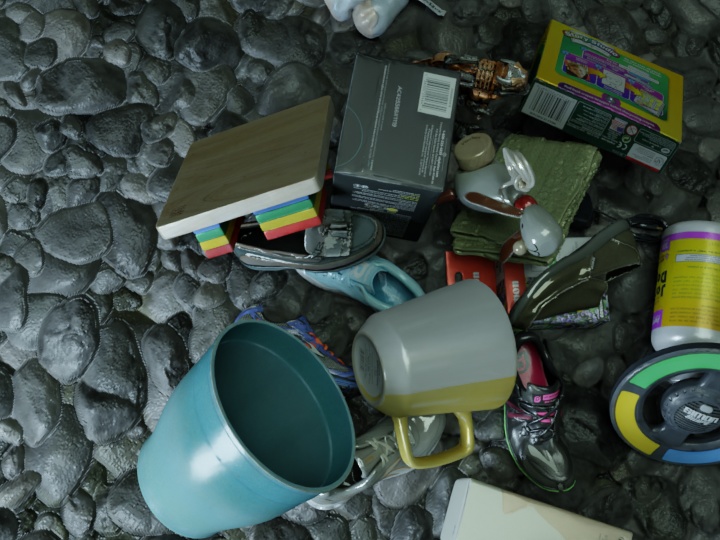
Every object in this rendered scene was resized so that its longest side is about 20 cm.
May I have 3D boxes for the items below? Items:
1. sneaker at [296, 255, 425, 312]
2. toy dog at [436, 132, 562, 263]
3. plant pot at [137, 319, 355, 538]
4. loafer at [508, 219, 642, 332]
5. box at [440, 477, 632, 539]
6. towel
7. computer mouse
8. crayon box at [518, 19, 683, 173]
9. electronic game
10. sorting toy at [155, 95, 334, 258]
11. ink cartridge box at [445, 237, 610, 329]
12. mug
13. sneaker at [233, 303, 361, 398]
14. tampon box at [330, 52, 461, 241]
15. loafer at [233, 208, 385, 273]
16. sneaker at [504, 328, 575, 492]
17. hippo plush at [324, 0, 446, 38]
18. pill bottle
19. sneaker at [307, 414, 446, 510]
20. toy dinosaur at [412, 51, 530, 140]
[{"bbox_3d":[0.000,0.000,1.037,0.197,0.082,0.075,25,74,3],"label":"sneaker"},{"bbox_3d":[0.147,-0.076,0.970,0.095,0.200,0.133,-32,108,3],"label":"toy dog"},{"bbox_3d":[-0.139,0.190,0.910,0.187,0.199,0.202,-39,80,26],"label":"plant pot"},{"bbox_3d":[0.263,0.016,1.006,0.199,0.075,0.070,-35,77,-11],"label":"loafer"},{"bbox_3d":[0.201,0.311,0.972,0.197,0.095,0.079,19,75,-1],"label":"box"},{"bbox_3d":[0.210,-0.091,1.058,0.146,0.037,0.202,13,60,33],"label":"towel"},{"bbox_3d":[0.316,-0.071,1.111,0.196,0.034,0.059,16,59,-6],"label":"computer mouse"},{"bbox_3d":[0.318,-0.232,1.094,0.197,0.059,0.174,24,43,1],"label":"crayon box"},{"bbox_3d":[0.395,0.161,0.984,0.196,0.202,0.042,16,40,0],"label":"electronic game"},{"bbox_3d":[-0.121,-0.107,1.001,0.197,0.070,0.200,-16,35,15],"label":"sorting toy"},{"bbox_3d":[0.211,0.018,1.066,0.196,0.050,0.111,-1,77,-5],"label":"ink cartridge box"},{"bbox_3d":[0.080,0.113,0.937,0.151,0.150,0.189,-9,67,-25],"label":"mug"},{"bbox_3d":[-0.069,0.097,1.015,0.197,0.075,0.080,22,72,-1],"label":"sneaker"},{"bbox_3d":[0.036,-0.142,1.014,0.124,0.200,0.153,10,77,-2],"label":"tampon box"},{"bbox_3d":[-0.069,-0.037,1.007,0.196,0.063,0.073,-7,69,20],"label":"loafer"},{"bbox_3d":[0.211,0.168,1.012,0.075,0.084,0.204,-14,77,-7],"label":"sneaker"},{"bbox_3d":[0.033,-0.413,1.101,0.197,0.161,0.162,19,75,1],"label":"hippo plush"},{"bbox_3d":[0.422,0.048,1.048,0.102,0.104,0.204,12,75,-1],"label":"pill bottle"},{"bbox_3d":[0.021,0.217,0.981,0.198,0.092,0.076,-31,80,-12],"label":"sneaker"},{"bbox_3d":[0.121,-0.242,1.068,0.199,0.136,0.103,32,86,29],"label":"toy dinosaur"}]
